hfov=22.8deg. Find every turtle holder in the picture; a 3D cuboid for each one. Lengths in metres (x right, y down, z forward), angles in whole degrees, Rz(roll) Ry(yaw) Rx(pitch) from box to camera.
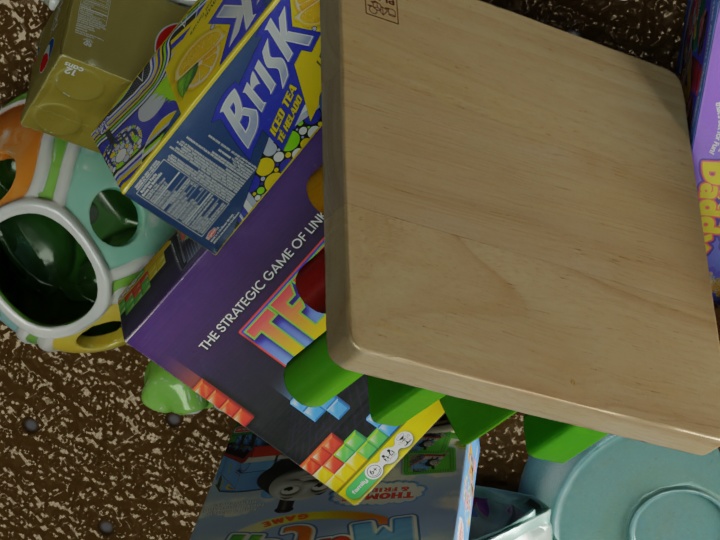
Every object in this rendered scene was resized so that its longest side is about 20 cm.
[{"bbox_3d":[-0.157,-0.006,0.998,0.140,0.132,0.187,-5,112,8],"label":"turtle holder"}]

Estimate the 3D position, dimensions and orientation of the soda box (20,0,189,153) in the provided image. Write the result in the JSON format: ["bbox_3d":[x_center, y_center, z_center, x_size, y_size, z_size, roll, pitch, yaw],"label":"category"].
[{"bbox_3d":[-0.075,-0.085,0.951,0.199,0.064,0.068,20,143,-20],"label":"soda box"}]

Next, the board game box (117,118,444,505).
[{"bbox_3d":[0.000,0.000,0.925,0.165,0.057,0.200,37,102,-25],"label":"board game box"}]

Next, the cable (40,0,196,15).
[{"bbox_3d":[-0.079,-0.209,0.908,0.199,0.069,0.200,14,136,-8],"label":"cable"}]

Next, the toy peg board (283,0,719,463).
[{"bbox_3d":[0.052,-0.013,0.821,0.199,0.200,0.098,15,146,-28],"label":"toy peg board"}]

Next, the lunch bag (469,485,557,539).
[{"bbox_3d":[0.024,0.222,1.079,0.199,0.122,0.171,-5,110,1],"label":"lunch bag"}]

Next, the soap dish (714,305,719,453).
[{"bbox_3d":[0.258,0.049,0.887,0.199,0.081,0.158,-34,125,-9],"label":"soap dish"}]

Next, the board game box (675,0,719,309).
[{"bbox_3d":[0.187,-0.068,0.928,0.044,0.135,0.201,8,114,3],"label":"board game box"}]

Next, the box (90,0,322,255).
[{"bbox_3d":[-0.039,-0.112,0.855,0.064,0.070,0.200,34,102,-35],"label":"box"}]

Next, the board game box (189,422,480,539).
[{"bbox_3d":[-0.014,0.139,1.003,0.150,0.200,0.037,-5,112,9],"label":"board game box"}]

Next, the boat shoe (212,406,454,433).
[{"bbox_3d":[-0.001,0.062,1.045,0.200,0.060,0.073,-3,111,8],"label":"boat shoe"}]

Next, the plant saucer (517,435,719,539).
[{"bbox_3d":[0.193,0.154,1.078,0.199,0.027,0.201,2,112,6],"label":"plant saucer"}]
